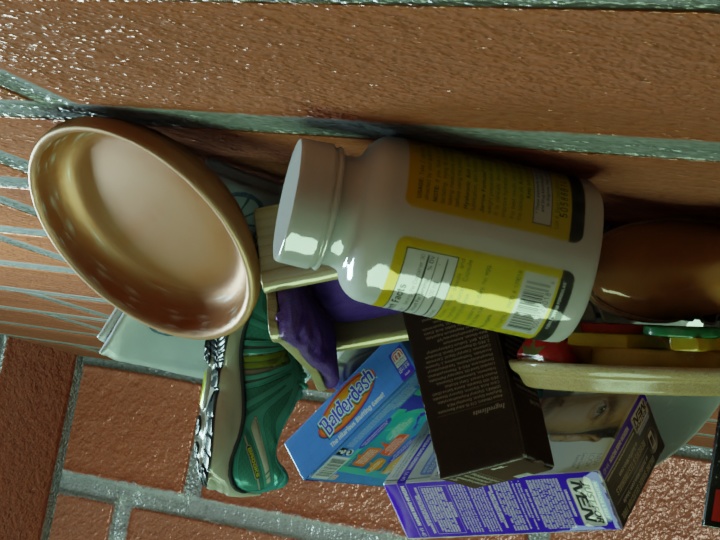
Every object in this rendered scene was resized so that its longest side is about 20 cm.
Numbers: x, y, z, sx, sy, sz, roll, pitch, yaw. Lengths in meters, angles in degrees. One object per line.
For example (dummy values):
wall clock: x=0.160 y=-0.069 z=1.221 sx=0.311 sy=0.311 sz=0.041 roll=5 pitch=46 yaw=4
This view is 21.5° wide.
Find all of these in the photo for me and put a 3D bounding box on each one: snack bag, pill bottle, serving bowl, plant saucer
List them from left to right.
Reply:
plant saucer: x=-0.153 y=-0.035 z=1.391 sx=0.199 sy=0.037 sz=0.201 roll=24 pitch=142 yaw=20
snack bag: x=-0.086 y=0.012 z=1.522 sx=0.199 sy=0.189 sz=0.021 roll=17 pitch=-153 yaw=-35
pill bottle: x=0.048 y=-0.025 z=1.235 sx=0.199 sy=0.112 sz=0.111 roll=12 pitch=172 yaw=-9
serving bowl: x=0.231 y=0.085 z=1.626 sx=0.200 sy=0.200 sz=0.066 roll=18 pitch=-158 yaw=-45

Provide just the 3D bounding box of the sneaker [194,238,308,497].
sneaker: x=-0.079 y=0.074 z=1.467 sx=0.079 sy=0.201 sz=0.077 roll=7 pitch=180 yaw=-18

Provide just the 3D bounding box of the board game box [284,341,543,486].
board game box: x=0.052 y=0.127 z=1.658 sx=0.200 sy=0.152 sz=0.045 roll=14 pitch=-143 yaw=-50

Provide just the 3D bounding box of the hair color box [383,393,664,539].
hair color box: x=0.131 y=0.156 z=1.525 sx=0.199 sy=0.065 sz=0.109 roll=-7 pitch=-152 yaw=33

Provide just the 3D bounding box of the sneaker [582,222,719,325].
sneaker: x=0.207 y=0.007 z=1.418 sx=0.199 sy=0.075 sz=0.087 roll=10 pitch=178 yaw=3

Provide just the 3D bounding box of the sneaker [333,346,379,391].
sneaker: x=0.021 y=0.072 z=1.686 sx=0.080 sy=0.077 sz=0.200 roll=39 pitch=-171 yaw=37

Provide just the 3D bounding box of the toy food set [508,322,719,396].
toy food set: x=0.206 y=0.062 z=1.358 sx=0.197 sy=0.049 sz=0.200 roll=1 pitch=178 yaw=32

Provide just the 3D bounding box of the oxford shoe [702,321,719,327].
oxford shoe: x=0.354 y=0.032 z=1.439 sx=0.199 sy=0.075 sz=0.070 roll=-11 pitch=150 yaw=16

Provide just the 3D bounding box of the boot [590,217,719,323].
boot: x=0.253 y=-0.007 z=1.249 sx=0.199 sy=0.074 sz=0.155 roll=-1 pitch=175 yaw=-6

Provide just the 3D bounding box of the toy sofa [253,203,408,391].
toy sofa: x=-0.014 y=0.019 z=1.418 sx=0.082 sy=0.098 sz=0.200 roll=-11 pitch=161 yaw=8

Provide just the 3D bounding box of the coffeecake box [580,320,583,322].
coffeecake box: x=0.124 y=0.028 z=1.670 sx=0.153 sy=0.073 sz=0.200 roll=6 pitch=171 yaw=44

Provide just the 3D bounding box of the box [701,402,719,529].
box: x=0.361 y=0.122 z=1.546 sx=0.136 sy=0.201 sz=0.038 roll=9 pitch=173 yaw=8

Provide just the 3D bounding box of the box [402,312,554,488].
box: x=0.083 y=0.057 z=1.431 sx=0.075 sy=0.201 sz=0.100 roll=-17 pitch=164 yaw=14
